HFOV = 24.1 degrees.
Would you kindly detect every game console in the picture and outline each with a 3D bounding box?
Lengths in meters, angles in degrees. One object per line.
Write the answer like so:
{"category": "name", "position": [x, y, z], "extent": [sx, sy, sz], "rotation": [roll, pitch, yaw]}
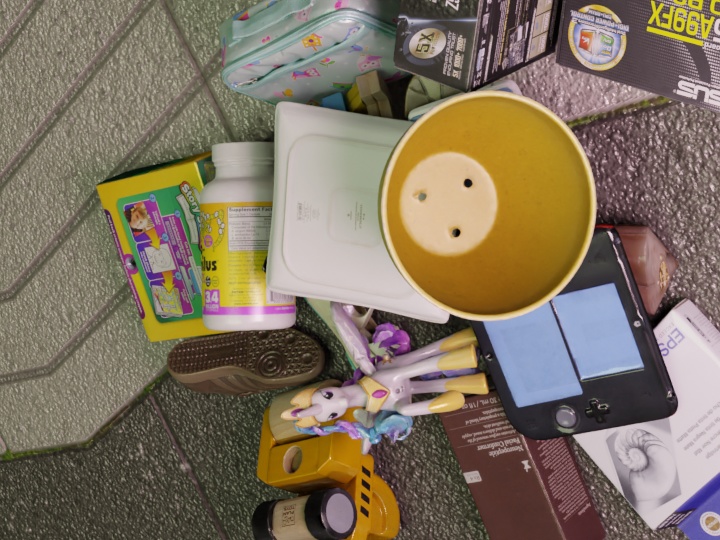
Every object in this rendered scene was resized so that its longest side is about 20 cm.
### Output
{"category": "game console", "position": [0.195, 0.063, 1.617], "extent": [0.176, 0.031, 0.202], "rotation": [-12, 107, 35]}

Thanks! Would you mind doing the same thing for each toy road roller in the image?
{"category": "toy road roller", "position": [-0.030, 0.237, 1.912], "extent": [0.122, 0.145, 0.202], "rotation": [-17, 61, 42]}

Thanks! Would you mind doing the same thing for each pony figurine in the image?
{"category": "pony figurine", "position": [0.026, 0.108, 1.700], "extent": [0.198, 0.193, 0.168], "rotation": [-13, 98, 8]}

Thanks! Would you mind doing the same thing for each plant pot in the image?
{"category": "plant pot", "position": [0.097, -0.060, 1.543], "extent": [0.142, 0.198, 0.202], "rotation": [-167, 56, -75]}

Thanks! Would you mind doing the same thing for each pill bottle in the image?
{"category": "pill bottle", "position": [-0.123, -0.037, 1.839], "extent": [0.104, 0.104, 0.202], "rotation": [-2, 90, 39]}

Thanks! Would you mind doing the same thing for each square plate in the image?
{"category": "square plate", "position": [0.000, -0.054, 1.665], "extent": [0.196, 0.028, 0.202], "rotation": [10, 110, 15]}

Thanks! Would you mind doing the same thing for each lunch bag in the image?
{"category": "lunch bag", "position": [-0.039, -0.223, 1.663], "extent": [0.199, 0.160, 0.078], "rotation": [-22, 67, 38]}

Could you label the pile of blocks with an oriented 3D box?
{"category": "pile of blocks", "position": [-0.023, -0.126, 1.710], "extent": [0.200, 0.081, 0.063], "rotation": [129, 132, -58]}

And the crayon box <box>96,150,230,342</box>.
{"category": "crayon box", "position": [-0.202, -0.026, 1.955], "extent": [0.171, 0.058, 0.202], "rotation": [-9, 104, 39]}

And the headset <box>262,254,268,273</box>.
{"category": "headset", "position": [0.000, 0.000, 1.754], "extent": [0.199, 0.094, 0.124], "rotation": [23, 161, 19]}

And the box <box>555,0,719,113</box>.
{"category": "box", "position": [0.276, -0.237, 1.490], "extent": [0.199, 0.044, 0.162], "rotation": [22, 121, 30]}

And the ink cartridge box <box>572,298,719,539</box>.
{"category": "ink cartridge box", "position": [0.319, 0.162, 1.632], "extent": [0.200, 0.040, 0.200], "rotation": [48, 131, 12]}

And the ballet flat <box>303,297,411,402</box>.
{"category": "ballet flat", "position": [0.005, 0.065, 1.829], "extent": [0.201, 0.069, 0.069], "rotation": [52, 132, 9]}

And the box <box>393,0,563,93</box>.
{"category": "box", "position": [0.117, -0.283, 1.517], "extent": [0.086, 0.163, 0.202], "rotation": [23, 123, 28]}

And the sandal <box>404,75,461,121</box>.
{"category": "sandal", "position": [0.072, -0.121, 1.694], "extent": [0.080, 0.054, 0.202], "rotation": [12, 124, 8]}

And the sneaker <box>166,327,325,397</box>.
{"category": "sneaker", "position": [-0.124, 0.109, 1.956], "extent": [0.198, 0.071, 0.076], "rotation": [0, 153, 23]}

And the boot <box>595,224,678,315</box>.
{"category": "boot", "position": [0.214, 0.031, 1.651], "extent": [0.198, 0.064, 0.188], "rotation": [4, 129, 25]}

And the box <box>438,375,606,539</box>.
{"category": "box", "position": [0.166, 0.209, 1.754], "extent": [0.100, 0.075, 0.201], "rotation": [-18, 99, 42]}

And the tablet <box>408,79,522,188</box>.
{"category": "tablet", "position": [0.142, -0.089, 1.641], "extent": [0.129, 0.014, 0.201], "rotation": [-14, 120, 38]}
